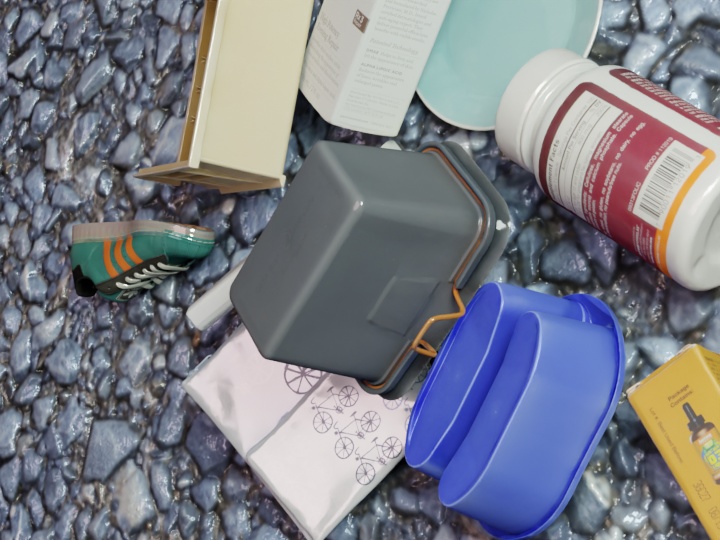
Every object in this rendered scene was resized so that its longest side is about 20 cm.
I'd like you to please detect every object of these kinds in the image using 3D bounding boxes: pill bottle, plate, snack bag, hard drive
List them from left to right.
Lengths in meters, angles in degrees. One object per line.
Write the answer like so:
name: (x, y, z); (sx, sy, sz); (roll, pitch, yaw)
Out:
hard drive: (-0.055, -0.031, 1.225); (0.200, 0.132, 0.027); (-37, 95, 28)
snack bag: (-0.039, 0.102, 1.203); (0.189, 0.021, 0.200); (-47, 70, 12)
plate: (0.122, -0.213, 1.178); (0.200, 0.026, 0.201); (-10, 74, 37)
pill bottle: (0.200, -0.080, 1.029); (0.200, 0.114, 0.114); (39, 106, 38)

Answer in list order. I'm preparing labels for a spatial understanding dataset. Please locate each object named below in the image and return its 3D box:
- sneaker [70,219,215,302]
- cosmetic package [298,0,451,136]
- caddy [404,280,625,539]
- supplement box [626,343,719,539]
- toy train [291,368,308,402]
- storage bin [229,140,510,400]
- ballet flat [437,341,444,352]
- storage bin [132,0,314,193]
sneaker: (-0.217, -0.008, 1.391); (0.200, 0.071, 0.080); (-2, 84, 44)
cosmetic package: (0.020, -0.226, 1.195); (0.102, 0.074, 0.200); (52, 128, 53)
caddy: (0.123, 0.106, 1.063); (0.200, 0.105, 0.141); (-65, 28, 10)
supplement box: (0.266, 0.150, 0.960); (0.067, 0.069, 0.200); (-41, 60, 25)
toy train: (-0.052, 0.096, 1.250); (0.056, 0.042, 0.201); (12, 88, 51)
storage bin: (0.000, 0.000, 1.072); (0.200, 0.134, 0.146); (-58, 45, 27)
ballet flat: (0.060, -0.019, 1.162); (0.067, 0.067, 0.201); (-28, 64, 34)
storage bin: (-0.129, -0.179, 1.295); (0.198, 0.093, 0.201); (2, 82, 65)
